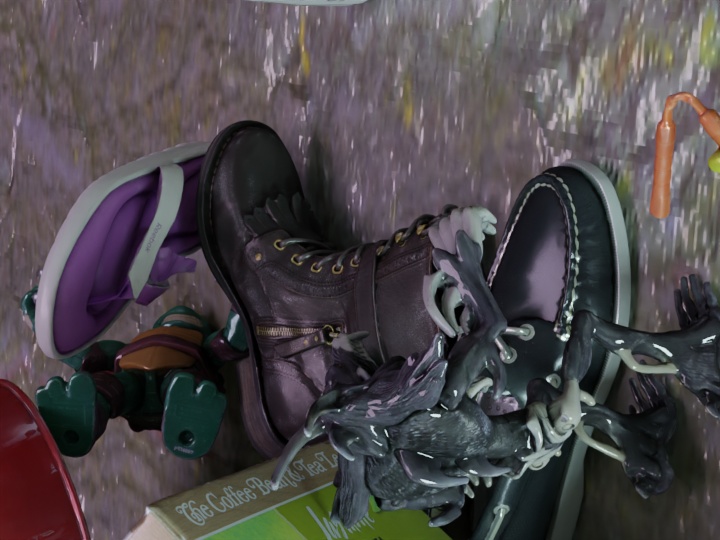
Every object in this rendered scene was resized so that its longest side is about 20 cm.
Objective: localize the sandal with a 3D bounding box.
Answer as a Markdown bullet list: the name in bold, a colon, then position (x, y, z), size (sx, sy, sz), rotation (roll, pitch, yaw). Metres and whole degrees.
- **sandal**: position (-0.107, -0.018, 1.200), size (0.050, 0.203, 0.083), rotation (11, 120, 19)

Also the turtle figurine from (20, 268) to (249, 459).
- **turtle figurine**: position (-0.112, 0.044, 1.277), size (0.200, 0.149, 0.101), rotation (-81, -28, -69)

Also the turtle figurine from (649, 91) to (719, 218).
- **turtle figurine**: position (0.190, -0.069, 0.816), size (0.161, 0.064, 0.200), rotation (48, 123, 36)

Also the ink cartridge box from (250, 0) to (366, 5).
- **ink cartridge box**: position (-0.013, -0.245, 1.122), size (0.146, 0.085, 0.200), rotation (-23, 74, 57)

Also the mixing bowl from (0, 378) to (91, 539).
- **mixing bowl**: position (-0.220, 0.167, 1.215), size (0.200, 0.108, 0.200), rotation (40, 136, 53)

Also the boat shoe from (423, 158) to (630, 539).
- **boat shoe**: position (0.070, 0.049, 1.022), size (0.076, 0.060, 0.200), rotation (25, 113, 55)

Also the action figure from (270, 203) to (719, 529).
- **action figure**: position (0.048, 0.045, 0.926), size (0.102, 0.200, 0.119), rotation (62, 140, 39)

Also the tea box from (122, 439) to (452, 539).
- **tea box**: position (-0.016, 0.189, 0.924), size (0.197, 0.200, 0.134), rotation (43, 107, 12)

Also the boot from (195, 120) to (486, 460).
- **boot**: position (0.000, 0.000, 1.145), size (0.174, 0.069, 0.200), rotation (-24, 75, 51)
